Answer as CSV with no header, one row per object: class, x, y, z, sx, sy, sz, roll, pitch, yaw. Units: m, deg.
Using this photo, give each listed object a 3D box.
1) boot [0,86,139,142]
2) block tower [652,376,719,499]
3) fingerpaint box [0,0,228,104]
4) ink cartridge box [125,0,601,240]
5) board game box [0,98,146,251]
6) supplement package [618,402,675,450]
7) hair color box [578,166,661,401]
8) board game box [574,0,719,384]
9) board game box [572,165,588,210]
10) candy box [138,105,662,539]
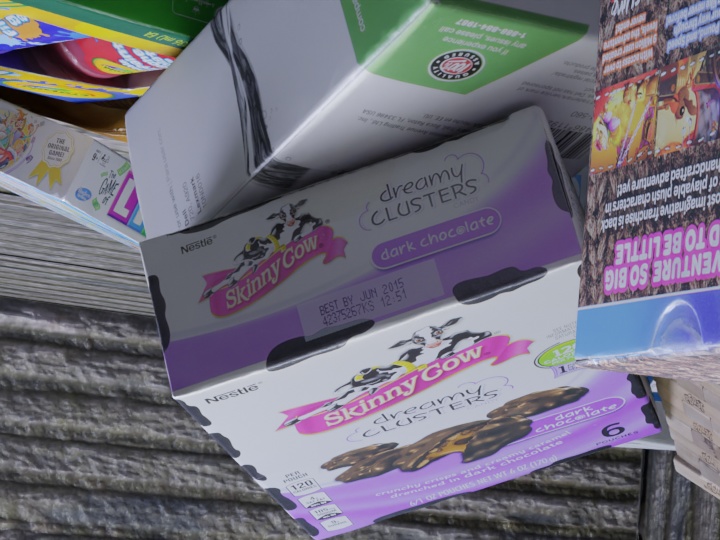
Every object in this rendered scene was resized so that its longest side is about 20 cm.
boot,-0.130,-0.102,1.291,0.143,0.071,0.201,11,176,22
block tower,0.151,0.016,0.964,0.054,0.058,0.201,35,154,42
fingerpaint box,-0.140,-0.126,0.977,0.166,0.074,0.199,-1,171,44
ink cartridge box,0.017,-0.072,0.927,0.146,0.085,0.200,8,146,-37
board game box,-0.175,-0.060,1.187,0.199,0.034,0.134,24,176,33
supplement package,0.115,-0.002,1.335,0.155,0.201,0.111,0,172,36
hair color box,0.143,-0.027,1.147,0.100,0.201,0.061,7,133,-24
board game box,0.147,-0.067,0.711,0.096,0.201,0.159,7,174,-18
board game box,0.016,-0.078,1.161,0.103,0.106,0.200,9,173,-33
candy box,0.023,0.030,0.952,0.167,0.072,0.200,-18,154,8
